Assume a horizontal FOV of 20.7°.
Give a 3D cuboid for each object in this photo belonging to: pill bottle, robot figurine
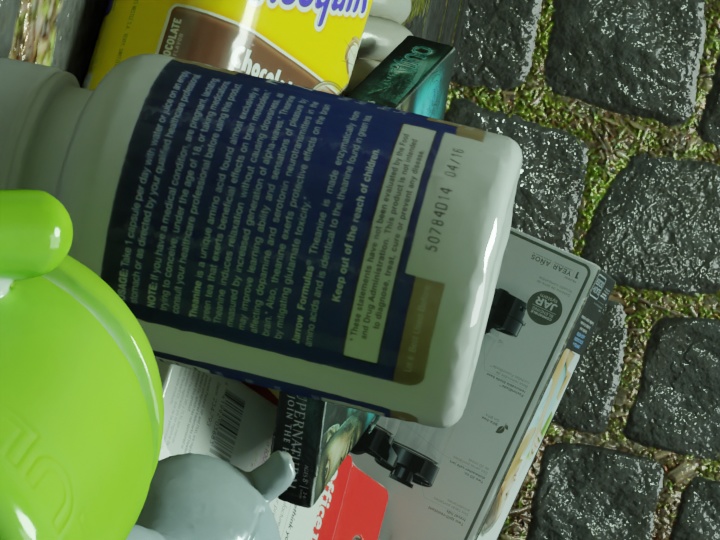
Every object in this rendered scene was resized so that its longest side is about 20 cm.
[{"bbox_3d":[-0.048,-0.017,0.729,0.111,0.200,0.111,14,90,-85],"label":"pill bottle"},{"bbox_3d":[-0.125,0.062,0.577,0.200,0.115,0.176,-66,169,-64],"label":"robot figurine"}]

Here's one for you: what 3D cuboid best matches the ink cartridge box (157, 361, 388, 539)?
[{"bbox_3d":[-0.074,0.127,1.019,0.200,0.067,0.116,40,58,-46],"label":"ink cartridge box"}]

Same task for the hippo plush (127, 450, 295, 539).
[{"bbox_3d":[-0.103,0.150,0.843,0.200,0.159,0.161,62,21,-8],"label":"hippo plush"}]

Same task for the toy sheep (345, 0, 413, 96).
[{"bbox_3d":[-0.034,-0.124,1.036,0.138,0.138,0.200,-11,98,-84],"label":"toy sheep"}]

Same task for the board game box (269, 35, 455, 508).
[{"bbox_3d":[0.000,0.000,0.971,0.135,0.028,0.200,-51,153,-56],"label":"board game box"}]

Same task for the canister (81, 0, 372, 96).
[{"bbox_3d":[-0.056,-0.110,0.897,0.148,0.086,0.200,29,76,-63],"label":"canister"}]

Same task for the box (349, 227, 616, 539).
[{"bbox_3d":[0.049,0.069,1.122,0.200,0.116,0.060,-66,162,-1],"label":"box"}]

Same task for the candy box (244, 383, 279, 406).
[{"bbox_3d":[-0.051,-0.010,1.127,0.055,0.115,0.200,-36,-165,23],"label":"candy box"}]
